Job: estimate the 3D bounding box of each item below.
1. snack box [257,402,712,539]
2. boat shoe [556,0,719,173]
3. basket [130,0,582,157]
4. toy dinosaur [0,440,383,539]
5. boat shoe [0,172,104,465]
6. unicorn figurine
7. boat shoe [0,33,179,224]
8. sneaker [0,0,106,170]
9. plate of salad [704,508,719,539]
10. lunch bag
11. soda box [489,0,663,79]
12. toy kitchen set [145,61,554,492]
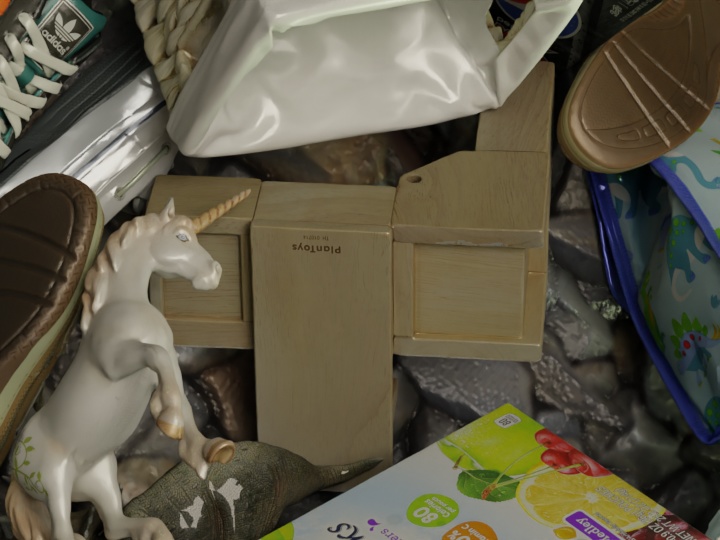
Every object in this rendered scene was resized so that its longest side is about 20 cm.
[{"bbox_3d":[0.050,0.163,1.447,0.200,0.168,0.068,-28,128,-27],"label":"snack box"},{"bbox_3d":[0.160,-0.111,1.650,0.071,0.064,0.200,52,49,-9],"label":"boat shoe"},{"bbox_3d":[-0.007,-0.150,1.486,0.199,0.136,0.124,-12,66,-31],"label":"basket"},{"bbox_3d":[-0.077,0.130,1.492,0.199,0.077,0.103,-21,118,-7],"label":"toy dinosaur"},{"bbox_3d":[-0.181,0.047,1.471,0.072,0.076,0.200,32,89,28],"label":"boat shoe"},{"bbox_3d":[-0.111,0.058,1.415,0.200,0.137,0.074,-47,138,9],"label":"unicorn figurine"},{"bbox_3d":[-0.131,-0.058,1.533,0.200,0.073,0.067,-40,112,-16],"label":"boat shoe"},{"bbox_3d":[-0.175,-0.110,1.478,0.071,0.080,0.201,49,44,-44],"label":"sneaker"},{"bbox_3d":[0.242,0.115,1.570,0.200,0.200,0.048,-38,73,-26],"label":"plate of salad"},{"bbox_3d":[0.232,-0.016,1.658,0.169,0.128,0.200,-9,55,-26],"label":"lunch bag"},{"bbox_3d":[0.119,-0.161,1.584,0.063,0.200,0.071,38,67,-7],"label":"soda box"},{"bbox_3d":[0.000,0.000,1.584,0.199,0.181,0.164,3,123,5],"label":"toy kitchen set"}]
